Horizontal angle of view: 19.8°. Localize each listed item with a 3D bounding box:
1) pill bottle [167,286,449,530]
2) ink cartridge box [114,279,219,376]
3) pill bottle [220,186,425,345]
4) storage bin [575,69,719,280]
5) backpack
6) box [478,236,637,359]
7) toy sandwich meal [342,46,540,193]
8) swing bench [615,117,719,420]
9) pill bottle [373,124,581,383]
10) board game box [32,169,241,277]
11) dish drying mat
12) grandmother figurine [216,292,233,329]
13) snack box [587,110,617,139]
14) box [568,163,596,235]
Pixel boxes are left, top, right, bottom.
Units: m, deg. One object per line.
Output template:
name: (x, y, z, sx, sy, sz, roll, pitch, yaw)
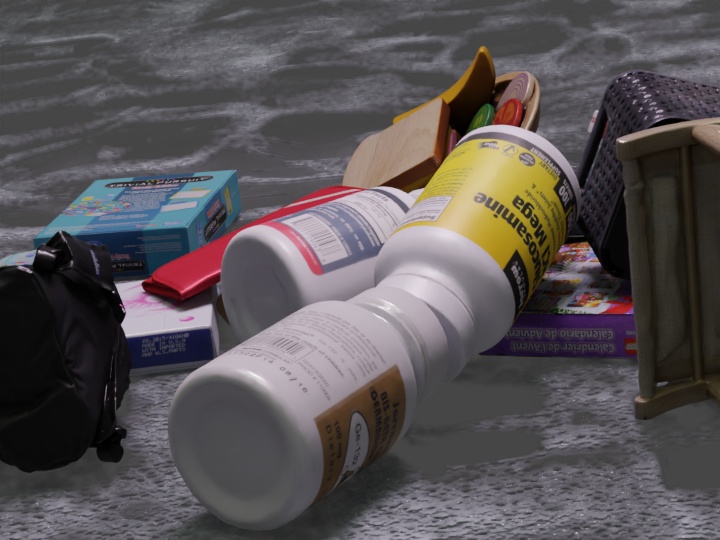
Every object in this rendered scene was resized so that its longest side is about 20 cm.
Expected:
pill bottle: (-0.027, 0.084, 1.378, 0.114, 0.115, 0.200, 5, 21, 33)
ink cartridge box: (-0.216, 0.042, 1.721, 0.195, 0.044, 0.200, -8, 18, -2)
pill bottle: (0.000, 0.000, 1.635, 0.199, 0.120, 0.119, -19, 21, -36)
storage bin: (0.276, -0.061, 1.588, 0.199, 0.136, 0.094, 10, 26, -16)
backpack: (-0.236, 0.052, 1.512, 0.126, 0.168, 0.200, -11, 11, 3)
box: (0.187, 0.019, 1.636, 0.136, 0.039, 0.200, 0, 18, 24)
toy sandwich meal: (0.071, -0.111, 1.810, 0.205, 0.070, 0.206, -41, 23, 22)
swing bench: (0.276, 0.011, 1.351, 0.129, 0.200, 0.200, -15, 19, -26)
pill bottle: (0.080, -0.010, 1.532, 0.112, 0.113, 0.200, 4, 39, 31)
board game box: (-0.210, -0.044, 1.985, 0.150, 0.047, 0.200, -4, 17, 12)
dish drying mat: (-0.085, -0.026, 1.730, 0.199, 0.018, 0.077, -27, 20, -27)
grandmother figurine: (-0.047, -0.005, 1.770, 0.120, 0.061, 0.200, -6, 17, 20)
snack box: (0.306, -0.103, 1.860, 0.199, 0.024, 0.072, 18, 7, -2)
box: (0.214, -0.064, 1.804, 0.156, 0.051, 0.200, -3, 7, -1)
